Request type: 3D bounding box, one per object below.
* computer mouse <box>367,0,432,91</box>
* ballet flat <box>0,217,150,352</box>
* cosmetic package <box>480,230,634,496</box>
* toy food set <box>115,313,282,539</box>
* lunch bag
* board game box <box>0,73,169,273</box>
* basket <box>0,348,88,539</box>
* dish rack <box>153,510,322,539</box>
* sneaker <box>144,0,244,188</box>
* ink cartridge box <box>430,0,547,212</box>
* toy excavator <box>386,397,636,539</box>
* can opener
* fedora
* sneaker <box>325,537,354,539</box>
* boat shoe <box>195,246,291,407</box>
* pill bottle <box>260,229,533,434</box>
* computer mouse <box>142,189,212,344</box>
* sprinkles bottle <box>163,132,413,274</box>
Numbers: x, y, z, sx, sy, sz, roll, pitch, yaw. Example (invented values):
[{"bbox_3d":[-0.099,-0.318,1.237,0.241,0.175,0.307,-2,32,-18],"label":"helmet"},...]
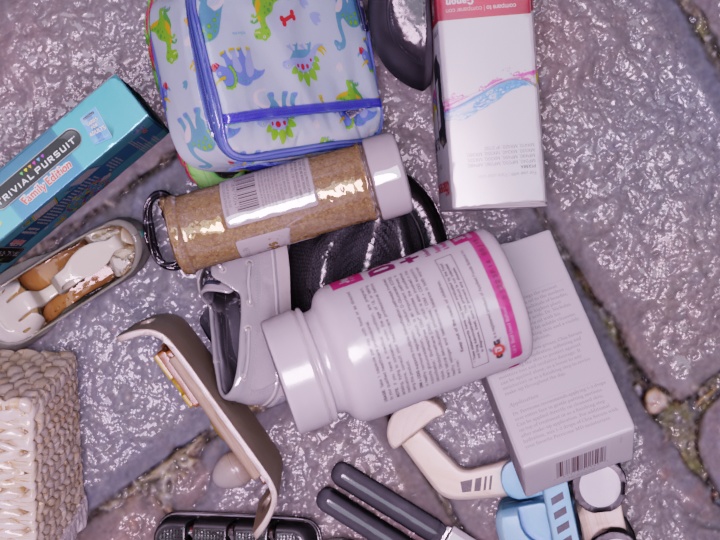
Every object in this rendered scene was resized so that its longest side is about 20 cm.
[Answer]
[{"bbox_3d":[0.030,-0.255,1.176,0.052,0.139,0.203,-4,95,-2],"label":"computer mouse"},{"bbox_3d":[-0.275,0.015,1.204,0.199,0.064,0.068,-33,92,-1],"label":"ballet flat"},{"bbox_3d":[0.151,0.077,1.171,0.100,0.071,0.202,-18,60,-1],"label":"cosmetic package"},{"bbox_3d":[-0.136,0.127,1.172,0.060,0.144,0.201,-36,93,1],"label":"toy food set"},{"bbox_3d":[-0.073,-0.165,1.153,0.199,0.082,0.163,-10,90,-44],"label":"lunch bag"},{"bbox_3d":[-0.259,-0.078,1.159,0.199,0.151,0.047,-40,91,-1],"label":"board game box"},{"bbox_3d":[-0.335,0.157,1.130,0.195,0.200,0.163,3,98,-1],"label":"basket"},{"bbox_3d":[-0.115,0.315,1.198,0.151,0.055,0.203,1,82,8],"label":"dish rack"},{"bbox_3d":[-0.138,-0.175,1.208,0.083,0.077,0.203,-16,99,-13],"label":"sneaker"},{"bbox_3d":[0.104,-0.152,1.173,0.082,0.146,0.203,-4,91,-1],"label":"ink cartridge box"},{"bbox_3d":[0.135,0.195,1.215,0.197,0.100,0.197,-12,90,7],"label":"toy excavator"},{"bbox_3d":[0.054,0.242,1.219,0.199,0.067,0.054,32,89,-3],"label":"can opener"},{"bbox_3d":[0.000,0.000,1.189,0.198,0.092,0.204,0,89,-10],"label":"fedora"},{"bbox_3d":[0.041,0.311,1.222,0.199,0.079,0.076,37,95,18],"label":"sneaker"},{"bbox_3d":[-0.106,0.017,1.166,0.068,0.072,0.203,6,73,-40],"label":"boat shoe"},{"bbox_3d":[0.028,0.052,1.094,0.198,0.113,0.115,-20,92,-6],"label":"pill bottle"},{"bbox_3d":[-0.130,0.018,1.206,0.058,0.034,0.201,-37,103,-11],"label":"computer mouse"},{"bbox_3d":[-0.059,-0.055,1.120,0.197,0.068,0.069,-15,92,2],"label":"sprinkles bottle"}]
